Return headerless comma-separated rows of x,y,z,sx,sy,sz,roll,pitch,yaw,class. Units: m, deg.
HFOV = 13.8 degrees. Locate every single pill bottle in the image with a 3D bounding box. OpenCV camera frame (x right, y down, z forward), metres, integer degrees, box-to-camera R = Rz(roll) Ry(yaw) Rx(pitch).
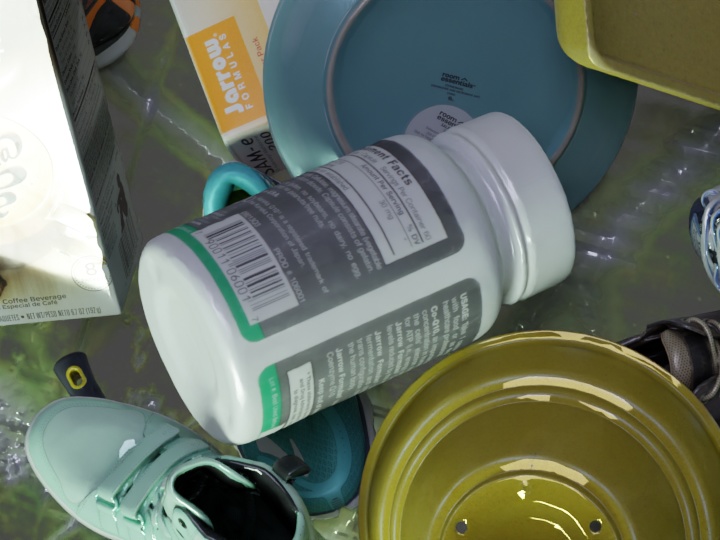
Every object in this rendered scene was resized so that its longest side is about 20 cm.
0.000,0.000,1.491,0.200,0.113,0.113,-23,69,-20,pill bottle

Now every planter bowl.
0.089,0.135,1.473,0.200,0.083,0.201,2,100,11,planter bowl

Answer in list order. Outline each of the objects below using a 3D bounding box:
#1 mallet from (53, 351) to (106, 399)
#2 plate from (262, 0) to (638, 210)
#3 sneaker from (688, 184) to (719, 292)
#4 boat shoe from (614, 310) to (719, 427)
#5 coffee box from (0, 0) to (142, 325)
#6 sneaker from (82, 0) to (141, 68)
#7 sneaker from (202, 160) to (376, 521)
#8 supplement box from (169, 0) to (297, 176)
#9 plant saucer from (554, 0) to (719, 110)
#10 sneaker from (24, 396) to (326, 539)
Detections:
-0.105,0.124,1.583,0.066,0.041,0.200,-23,66,2,mallet
0.049,-0.099,1.560,0.200,0.026,0.201,-2,109,-5,plate
0.203,-0.006,1.497,0.085,0.200,0.077,3,113,21,sneaker
0.172,0.060,1.524,0.200,0.073,0.075,-21,71,5,boat shoe
-0.194,-0.074,1.569,0.113,0.200,0.080,-6,33,10,coffee box
-0.226,-0.134,1.641,0.200,0.112,0.078,-24,70,3,sneaker
-0.048,0.036,1.572,0.077,0.080,0.200,-19,72,5,sneaker
0.003,-0.150,1.620,0.200,0.074,0.126,-23,71,4,supplement box
0.161,-0.172,1.557,0.048,0.200,0.200,-19,66,42,plant saucer
-0.095,0.102,1.509,0.200,0.118,0.074,29,70,22,sneaker
